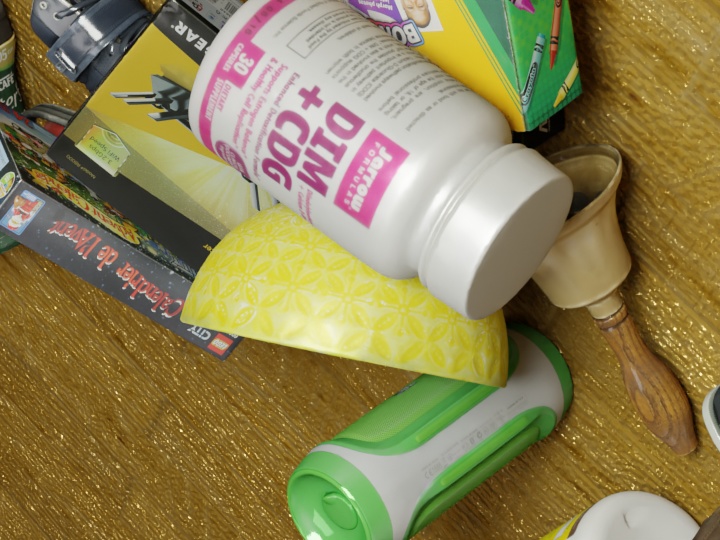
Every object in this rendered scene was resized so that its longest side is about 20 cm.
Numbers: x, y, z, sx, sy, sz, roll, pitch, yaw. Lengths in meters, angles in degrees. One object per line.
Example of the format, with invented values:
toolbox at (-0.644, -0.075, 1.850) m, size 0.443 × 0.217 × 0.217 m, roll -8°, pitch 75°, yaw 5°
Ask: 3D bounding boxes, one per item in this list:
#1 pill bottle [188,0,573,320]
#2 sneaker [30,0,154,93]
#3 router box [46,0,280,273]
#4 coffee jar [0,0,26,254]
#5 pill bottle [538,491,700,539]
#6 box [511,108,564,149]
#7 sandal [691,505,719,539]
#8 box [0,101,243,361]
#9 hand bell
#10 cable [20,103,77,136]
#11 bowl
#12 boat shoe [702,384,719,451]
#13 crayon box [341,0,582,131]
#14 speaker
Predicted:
pill bottle at (0.012, -0.066, 1.236) m, size 0.200 × 0.113 × 0.113 m, roll 36°, pitch 138°, yaw 21°
sneaker at (-0.153, -0.169, 1.550) m, size 0.146 × 0.077 × 0.202 m, roll 55°, pitch 144°, yaw -2°
router box at (-0.078, -0.073, 1.431) m, size 0.200 × 0.052 × 0.157 m, roll 38°, pitch 125°, yaw -9°
coffee jar at (-0.307, -0.116, 1.739) m, size 0.085 × 0.104 × 0.200 m, roll 13°, pitch 126°, yaw 40°
pill bottle at (0.143, 0.228, 1.477) m, size 0.109 × 0.109 × 0.200 m, roll 53°, pitch 143°, yaw 5°
box at (0.047, -0.184, 1.338) m, size 0.161 × 0.049 × 0.200 m, roll 26°, pitch 135°, yaw 37°
sandal at (0.223, 0.194, 1.345) m, size 0.080 × 0.057 × 0.201 m, roll -150°, pitch 71°, yaw -66°
box at (-0.170, -0.030, 1.476) m, size 0.200 × 0.038 × 0.137 m, roll 33°, pitch -167°, yaw -33°
hand bell at (0.158, 0.032, 1.362) m, size 0.104 × 0.104 × 0.200 m, roll -4°, pitch 126°, yaw 49°
cable at (-0.170, -0.098, 1.547) m, size 0.097 × 0.050 × 0.200 m, roll 47°, pitch 144°, yaw -15°
bowl at (0.000, 0.000, 1.341) m, size 0.200 × 0.200 × 0.108 m, roll 10°, pitch 87°, yaw 45°
boat shoe at (0.288, 0.120, 1.273) m, size 0.200 × 0.076 × 0.060 m, roll 36°, pitch 140°, yaw 8°
crayon box at (0.027, -0.158, 1.289) m, size 0.200 × 0.058 × 0.119 m, roll 15°, pitch 129°, yaw 40°
speaker at (0.047, 0.110, 1.424) m, size 0.088 × 0.200 × 0.089 m, roll 28°, pitch 134°, yaw 33°
